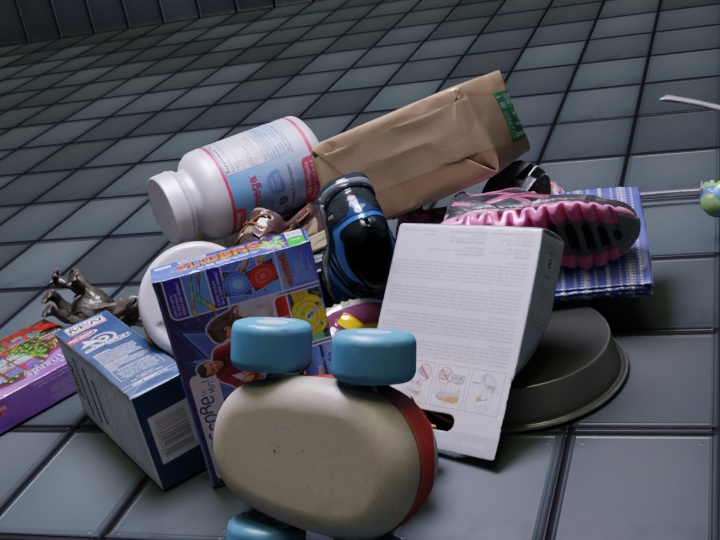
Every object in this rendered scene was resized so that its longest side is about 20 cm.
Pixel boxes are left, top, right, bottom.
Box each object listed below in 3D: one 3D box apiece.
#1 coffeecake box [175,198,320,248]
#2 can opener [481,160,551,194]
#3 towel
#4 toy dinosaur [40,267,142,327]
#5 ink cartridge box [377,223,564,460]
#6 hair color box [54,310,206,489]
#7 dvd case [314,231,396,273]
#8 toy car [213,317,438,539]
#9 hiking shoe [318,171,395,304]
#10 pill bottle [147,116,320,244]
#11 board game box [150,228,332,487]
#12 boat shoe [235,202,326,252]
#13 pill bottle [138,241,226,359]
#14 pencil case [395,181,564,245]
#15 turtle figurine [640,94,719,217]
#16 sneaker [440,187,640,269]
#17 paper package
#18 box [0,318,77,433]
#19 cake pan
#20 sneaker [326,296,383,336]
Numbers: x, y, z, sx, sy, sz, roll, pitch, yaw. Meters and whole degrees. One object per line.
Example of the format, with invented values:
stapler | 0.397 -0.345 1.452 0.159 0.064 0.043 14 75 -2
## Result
coffeecake box | -0.129 -0.056 1.397 0.199 0.074 0.153 -21 25 -20
can opener | 0.134 -0.037 1.160 0.067 0.053 0.200 27 69 41
towel | 0.186 -0.021 1.079 0.198 0.024 0.145 -6 47 11
toy dinosaur | -0.318 0.046 1.265 0.077 0.102 0.200 -59 27 -14
ink cartridge box | 0.086 0.059 0.961 0.162 0.202 0.057 5 -9 41
hair color box | -0.216 0.116 1.019 0.060 0.101 0.200 -26 27 -27
dvd case | -0.033 -0.016 1.236 0.148 0.016 0.200 -21 4 1
toy car | 0.005 0.129 0.842 0.176 0.186 0.200 4 5 31
hiking shoe | 0.000 0.000 1.084 0.074 0.201 0.087 -20 47 -5
pill bottle | -0.147 -0.105 1.291 0.199 0.109 0.109 -24 26 -24
board game box | -0.089 0.077 0.921 0.134 0.201 0.034 -15 23 -8
boat shoe | -0.112 -0.036 1.236 0.072 0.072 0.199 -15 5 43
pill bottle | -0.163 0.042 1.075 0.111 0.112 0.200 -17 -7 -12
pencil case | 0.139 -0.047 1.238 0.198 0.087 0.083 -8 3 8
turtle figurine | 0.437 -0.137 1.222 0.193 0.145 0.200 -16 27 -19
sneaker | 0.171 -0.053 1.054 0.198 0.079 0.096 -2 36 13
paper package | 0.072 -0.132 1.177 0.190 0.104 0.200 -20 6 22
box | -0.390 0.123 1.163 0.136 0.039 0.199 14 34 44
cake pan | 0.147 0.080 1.005 0.199 0.037 0.201 -10 24 5
sneaker | -0.039 0.097 1.027 0.199 0.075 0.090 -26 35 -16
